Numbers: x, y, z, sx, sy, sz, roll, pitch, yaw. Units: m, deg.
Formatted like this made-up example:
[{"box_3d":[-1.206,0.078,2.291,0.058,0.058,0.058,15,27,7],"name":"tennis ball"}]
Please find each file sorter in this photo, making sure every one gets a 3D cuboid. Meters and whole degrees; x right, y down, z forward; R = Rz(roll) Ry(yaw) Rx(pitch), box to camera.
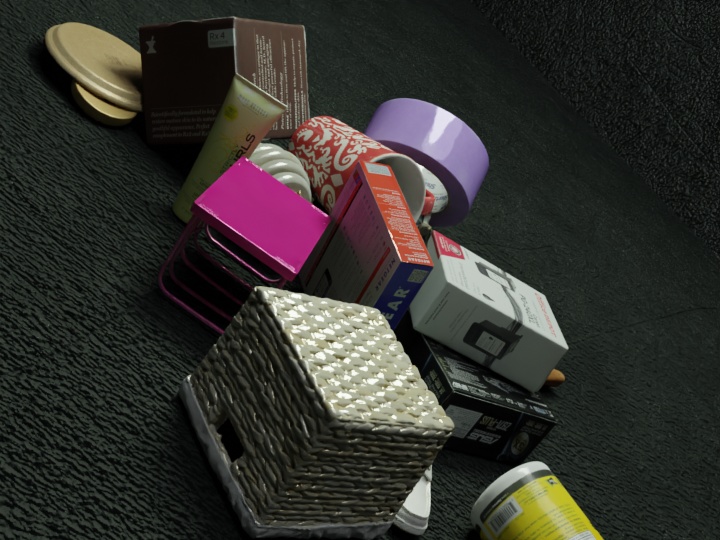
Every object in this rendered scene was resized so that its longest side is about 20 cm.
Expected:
[{"box_3d":[-0.141,-0.024,1.300,0.138,0.126,0.200,34,23,-3],"name":"file sorter"}]

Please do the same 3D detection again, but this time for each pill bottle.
[{"box_3d":[0.219,0.323,1.200,0.111,0.113,0.201,8,38,-49],"name":"pill bottle"}]

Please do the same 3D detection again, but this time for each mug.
[{"box_3d":[-0.004,-0.121,1.527,0.177,0.134,0.200,44,-3,-41],"name":"mug"}]

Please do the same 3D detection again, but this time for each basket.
[{"box_3d":[-0.041,0.145,1.096,0.198,0.162,0.199,14,31,-45],"name":"basket"}]

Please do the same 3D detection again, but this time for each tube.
[{"box_3d":[-0.175,-0.148,1.382,0.057,0.201,0.052,12,31,-45],"name":"tube"}]

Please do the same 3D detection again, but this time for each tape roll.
[{"box_3d":[0.090,-0.162,1.648,0.198,0.200,0.086,33,65,-11],"name":"tape roll"}]

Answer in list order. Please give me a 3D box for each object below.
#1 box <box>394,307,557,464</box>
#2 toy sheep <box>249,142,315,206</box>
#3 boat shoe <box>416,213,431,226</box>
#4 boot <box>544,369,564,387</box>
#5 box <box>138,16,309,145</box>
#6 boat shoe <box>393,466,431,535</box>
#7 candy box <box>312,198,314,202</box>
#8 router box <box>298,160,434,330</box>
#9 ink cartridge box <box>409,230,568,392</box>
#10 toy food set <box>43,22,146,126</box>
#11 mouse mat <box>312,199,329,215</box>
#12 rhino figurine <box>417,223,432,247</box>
[{"box_3d":[0.136,0.152,1.423,0.198,0.087,0.165,19,28,-37],"name":"box"},{"box_3d":[-0.131,-0.108,1.474,0.137,0.140,0.199,9,22,-47],"name":"toy sheep"},{"box_3d":[0.062,-0.054,1.577,0.061,0.074,0.200,20,23,1],"name":"boat shoe"},{"box_3d":[0.216,0.110,1.645,0.188,0.069,0.199,39,18,22],"name":"boot"},{"box_3d":[-0.190,-0.268,1.548,0.163,0.168,0.199,2,9,27],"name":"box"},{"box_3d":[0.050,0.207,1.224,0.070,0.070,0.201,27,26,-25],"name":"boat shoe"},{"box_3d":[0.008,-0.042,1.634,0.116,0.057,0.201,16,33,-41],"name":"candy box"},{"box_3d":[0.000,0.000,1.342,0.048,0.201,0.181,8,42,-29],"name":"router box"},{"box_3d":[0.163,0.054,1.428,0.198,0.084,0.146,28,23,-18],"name":"ink cartridge box"},{"box_3d":[-0.362,-0.282,1.549,0.200,0.049,0.197,44,24,15],"name":"toy food set"},{"box_3d":[0.031,-0.038,1.583,0.198,0.008,0.162,8,38,-45],"name":"mouse mat"},{"box_3d":[0.042,0.003,1.391,0.060,0.200,0.088,38,46,-4],"name":"rhino figurine"}]
